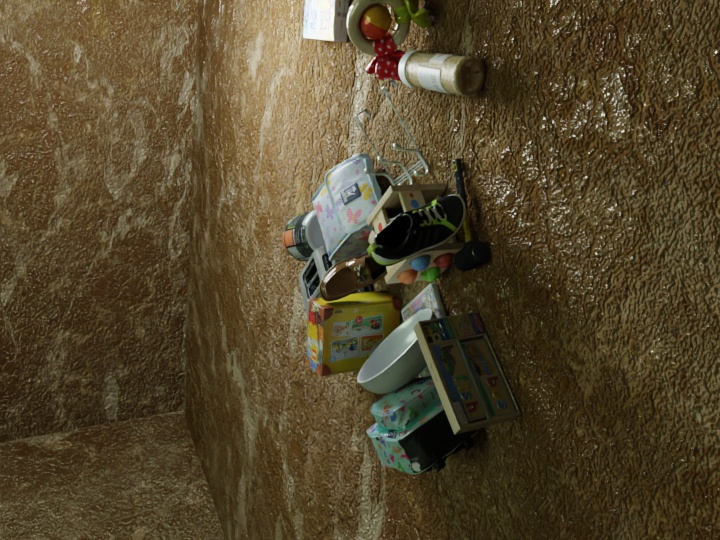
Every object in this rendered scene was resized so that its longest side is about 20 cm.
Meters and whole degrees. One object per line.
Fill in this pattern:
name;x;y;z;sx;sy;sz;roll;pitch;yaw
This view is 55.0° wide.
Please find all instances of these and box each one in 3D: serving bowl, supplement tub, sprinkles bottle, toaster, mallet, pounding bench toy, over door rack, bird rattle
serving bowl;0.085;0.167;1.333;0.066;0.200;0.199;47;152;-7
supplement tub;-0.126;-0.089;1.794;0.199;0.119;0.127;-4;91;64
sprinkles bottle;0.143;-0.360;1.257;0.199;0.066;0.070;36;126;57
toaster;-0.061;0.053;1.691;0.201;0.115;0.186;-51;49;55
mallet;0.193;-0.104;1.240;0.065;0.040;0.207;-16;76;62
pounding bench toy;0.093;-0.045;1.350;0.200;0.121;0.160;-50;51;55
over door rack;0.052;-0.261;1.421;0.147;0.065;0.205;-27;84;61
bird rattle;0.047;-0.476;1.353;0.201;0.159;0.115;-50;32;43

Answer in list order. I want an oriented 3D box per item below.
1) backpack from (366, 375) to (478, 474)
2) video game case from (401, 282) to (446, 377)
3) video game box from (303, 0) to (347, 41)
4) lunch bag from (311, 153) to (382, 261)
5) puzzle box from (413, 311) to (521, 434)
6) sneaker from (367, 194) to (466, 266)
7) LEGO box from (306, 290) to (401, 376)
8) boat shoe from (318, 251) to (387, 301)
backpack;0.104;0.295;1.315;0.153;0.175;0.200;60;154;4
video game case;0.143;0.149;1.398;0.143;0.018;0.205;-48;52;56
video game box;-0.084;-0.664;1.699;0.199;0.046;0.188;36;124;58
lunch bag;-0.018;-0.144;1.567;0.200;0.124;0.174;-42;59;50
puzzle box;0.183;0.172;1.194;0.026;0.129;0.204;-59;44;50
sneaker;0.101;-0.072;1.190;0.073;0.197;0.083;55;173;20
LEGO box;-0.013;0.135;1.515;0.077;0.195;0.154;28;118;58
boat shoe;0.000;0.000;1.469;0.073;0.197;0.068;62;157;-9
